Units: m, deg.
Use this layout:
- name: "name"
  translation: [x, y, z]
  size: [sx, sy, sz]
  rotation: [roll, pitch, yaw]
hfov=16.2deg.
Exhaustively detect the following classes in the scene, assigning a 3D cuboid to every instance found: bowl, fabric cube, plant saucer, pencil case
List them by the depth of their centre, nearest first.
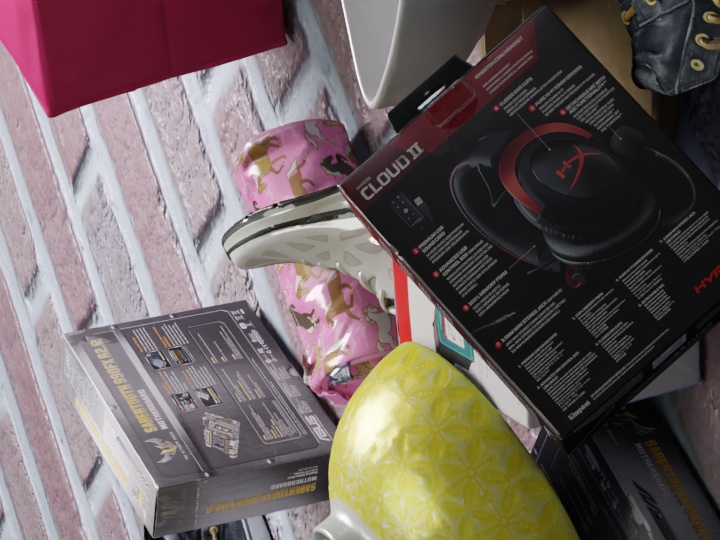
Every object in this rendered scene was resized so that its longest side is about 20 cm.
- name: "bowl"
  translation: [0.032, -0.210, 1.413]
  size: [0.200, 0.074, 0.200]
  rotation: [108, 154, -63]
- name: "plant saucer"
  translation: [0.127, -0.118, 1.449]
  size: [0.200, 0.029, 0.201]
  rotation: [170, 90, -67]
- name: "bowl"
  translation: [0.037, 0.153, 1.469]
  size: [0.200, 0.108, 0.200]
  rotation: [52, 164, 21]
- name: "pencil case"
  translation: [-0.021, -0.008, 1.748]
  size: [0.083, 0.086, 0.201]
  rotation: [-52, 52, 53]
- name: "fabric cube"
  translation: [-0.184, -0.265, 1.828]
  size: [0.196, 0.199, 0.200]
  rotation: [52, 154, 44]

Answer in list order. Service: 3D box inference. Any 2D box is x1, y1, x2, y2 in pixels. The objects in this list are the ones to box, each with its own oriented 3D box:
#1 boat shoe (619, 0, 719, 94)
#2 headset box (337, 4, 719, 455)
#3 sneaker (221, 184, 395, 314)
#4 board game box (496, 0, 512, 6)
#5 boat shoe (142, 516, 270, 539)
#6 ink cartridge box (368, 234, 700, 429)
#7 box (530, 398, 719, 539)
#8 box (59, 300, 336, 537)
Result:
- name: "boat shoe"
  translation: [0.187, -0.141, 1.252]
  size: [0.200, 0.071, 0.091]
  rotation: [178, 79, -72]
- name: "headset box"
  translation: [0.096, -0.028, 1.323]
  size: [0.200, 0.149, 0.075]
  rotation: [48, 178, 13]
- name: "sneaker"
  translation: [0.000, 0.000, 1.652]
  size: [0.200, 0.076, 0.116]
  rotation: [-16, 90, 35]
- name: "board game box"
  translation: [0.055, -0.204, 1.534]
  size: [0.200, 0.023, 0.105]
  rotation: [172, 98, -73]
- name: "boat shoe"
  translation: [-0.145, 0.176, 2.091]
  size: [0.201, 0.091, 0.071]
  rotation: [66, 153, 27]
- name: "ink cartridge box"
  translation: [0.096, 0.020, 1.467]
  size: [0.200, 0.116, 0.067]
  rotation: [-150, 51, -60]
- name: "box"
  translation: [0.160, 0.181, 1.477]
  size: [0.159, 0.048, 0.200]
  rotation: [106, 145, -48]
- name: "box"
  translation: [-0.120, 0.109, 1.910]
  size: [0.200, 0.158, 0.048]
  rotation: [51, 143, 45]
